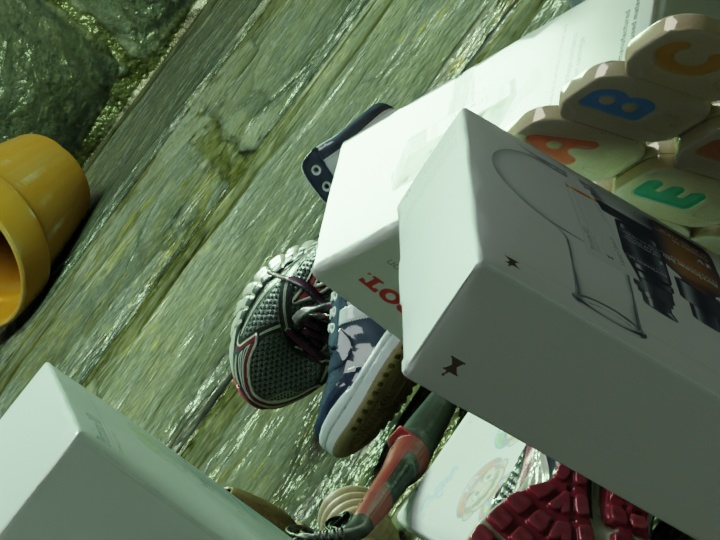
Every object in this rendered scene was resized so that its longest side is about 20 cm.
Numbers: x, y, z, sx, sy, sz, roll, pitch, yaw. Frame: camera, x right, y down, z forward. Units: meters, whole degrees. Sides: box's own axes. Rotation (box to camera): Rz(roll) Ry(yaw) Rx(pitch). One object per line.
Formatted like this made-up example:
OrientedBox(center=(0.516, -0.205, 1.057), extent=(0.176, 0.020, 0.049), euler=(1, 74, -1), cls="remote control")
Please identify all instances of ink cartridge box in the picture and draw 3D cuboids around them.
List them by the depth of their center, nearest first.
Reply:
OrientedBox(center=(0.099, -0.025, 1.091), extent=(0.200, 0.144, 0.084), euler=(-28, 36, 42), cls="ink cartridge box")

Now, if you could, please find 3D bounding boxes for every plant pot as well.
OrientedBox(center=(-0.414, -0.062, 2.954), extent=(0.200, 0.200, 0.183), euler=(-39, 3, 46), cls="plant pot")

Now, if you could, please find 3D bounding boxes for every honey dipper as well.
OrientedBox(center=(0.010, 0.156, 1.258), extent=(0.038, 0.038, 0.200), euler=(-52, 16, 7), cls="honey dipper")

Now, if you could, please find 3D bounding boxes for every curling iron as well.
OrientedBox(center=(0.016, 0.097, 1.319), extent=(0.050, 0.026, 0.200), euler=(-12, 20, 30), cls="curling iron")

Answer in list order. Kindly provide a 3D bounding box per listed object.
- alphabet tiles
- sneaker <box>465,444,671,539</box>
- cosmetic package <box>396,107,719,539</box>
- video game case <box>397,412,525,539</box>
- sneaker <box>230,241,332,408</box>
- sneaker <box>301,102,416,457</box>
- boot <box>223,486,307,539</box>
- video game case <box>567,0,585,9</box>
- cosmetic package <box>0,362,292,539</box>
OrientedBox(center=(0.160, -0.038, 0.919), extent=(0.200, 0.196, 0.015), euler=(-33, 47, 54), cls="alphabet tiles")
OrientedBox(center=(0.086, 0.115, 1.038), extent=(0.200, 0.081, 0.075), euler=(-58, -8, -37), cls="sneaker")
OrientedBox(center=(0.108, 0.035, 0.864), extent=(0.052, 0.200, 0.151), euler=(-56, 12, 21), cls="cosmetic package")
OrientedBox(center=(0.102, 0.055, 1.220), extent=(0.200, 0.024, 0.182), euler=(-55, 13, -6), cls="video game case")
OrientedBox(center=(-0.009, 0.012, 1.558), extent=(0.200, 0.081, 0.075), euler=(-47, 18, 22), cls="sneaker")
OrientedBox(center=(0.000, 0.000, 1.460), extent=(0.200, 0.108, 0.070), euler=(-62, -16, -2), cls="sneaker")
OrientedBox(center=(-0.110, 0.208, 1.450), extent=(0.200, 0.075, 0.074), euler=(-53, 15, 7), cls="boot")
OrientedBox(center=(0.122, -0.146, 1.148), extent=(0.143, 0.019, 0.200), euler=(98, 155, -52), cls="video game case")
OrientedBox(center=(-0.108, 0.162, 1.282), extent=(0.123, 0.200, 0.199), euler=(-54, 14, -1), cls="cosmetic package")
